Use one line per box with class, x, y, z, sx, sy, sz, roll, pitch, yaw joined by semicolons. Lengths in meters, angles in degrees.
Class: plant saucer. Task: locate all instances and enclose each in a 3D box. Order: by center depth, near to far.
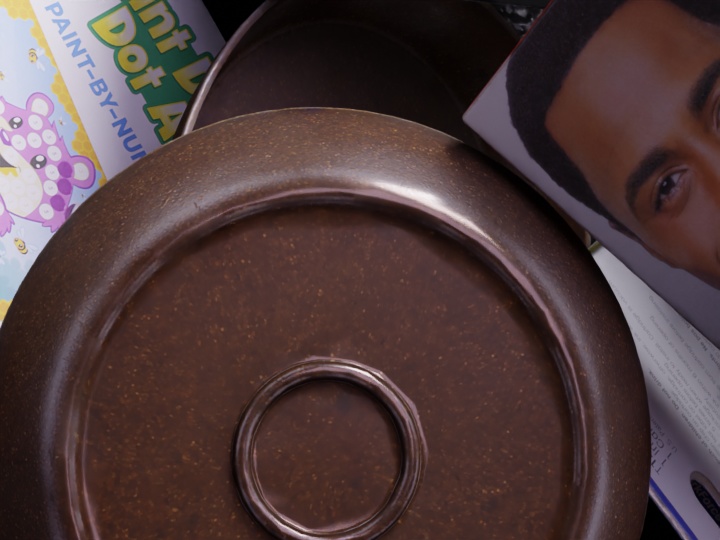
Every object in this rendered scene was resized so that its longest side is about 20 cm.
plant saucer;-0.011;0.053;0.808;0.199;0.034;0.202;0;89;-5
plant saucer;0.000;0.000;0.905;0.199;0.034;0.202;-1;91;-46

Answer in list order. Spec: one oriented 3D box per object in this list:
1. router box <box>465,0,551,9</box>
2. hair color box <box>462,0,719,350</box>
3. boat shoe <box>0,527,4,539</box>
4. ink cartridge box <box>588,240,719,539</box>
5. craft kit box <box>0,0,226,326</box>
router box;0.022;-0.135;0.919;0.156;0.200;0.053;3;109;-24
hair color box;0.138;-0.020;0.795;0.200;0.102;0.061;42;38;6
boat shoe;-0.109;0.157;0.831;0.073;0.063;0.202;3;76;-27
ink cartridge box;0.138;0.069;0.929;0.198;0.047;0.200;53;36;0
craft kit box;-0.139;-0.053;0.899;0.197;0.048;0.201;-27;84;-32
